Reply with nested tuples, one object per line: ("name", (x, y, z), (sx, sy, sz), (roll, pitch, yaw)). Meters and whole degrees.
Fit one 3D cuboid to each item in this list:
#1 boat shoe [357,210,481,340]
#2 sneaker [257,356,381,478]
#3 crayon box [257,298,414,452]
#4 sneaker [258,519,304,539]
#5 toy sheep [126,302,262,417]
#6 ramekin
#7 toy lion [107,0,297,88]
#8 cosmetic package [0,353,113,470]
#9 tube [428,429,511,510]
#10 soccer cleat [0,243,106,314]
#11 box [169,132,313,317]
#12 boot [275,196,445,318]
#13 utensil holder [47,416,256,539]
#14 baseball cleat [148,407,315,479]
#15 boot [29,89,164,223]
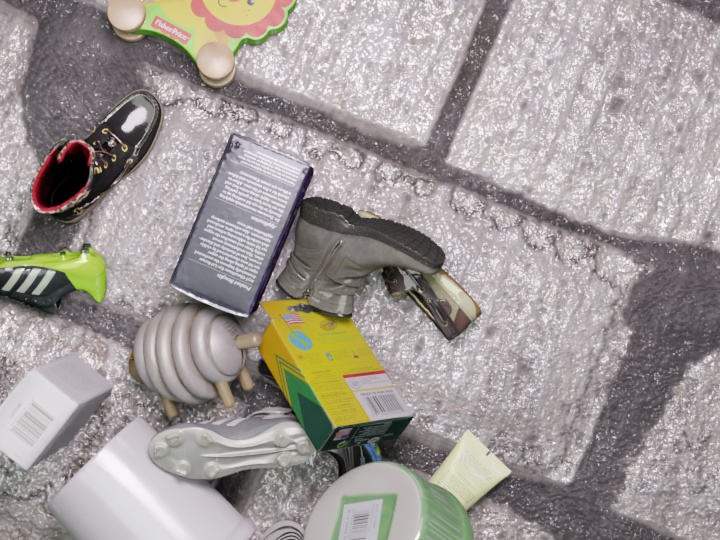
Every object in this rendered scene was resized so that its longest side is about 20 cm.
("boat shoe", (0.060, 0.007, 1.675), (0.200, 0.073, 0.065), (41, 81, -1))
("sneaker", (-0.060, 0.185, 1.683), (0.083, 0.071, 0.200), (-41, 94, -5))
("crayon box", (-0.039, 0.121, 1.629), (0.200, 0.127, 0.051), (58, 131, 31))
("sneaker", (-0.142, 0.400, 1.667), (0.076, 0.115, 0.201), (38, 92, -1))
("toy sheep", (-0.201, 0.103, 1.650), (0.200, 0.138, 0.138), (-14, 92, 25))
("ramekin", (0.026, 0.327, 1.615), (0.200, 0.200, 0.098), (-45, 130, 1))
("toy lion", (-0.187, -0.341, 1.678), (0.200, 0.069, 0.192), (28, 85, 0))
("cosmetic package", (-0.371, 0.165, 1.619), (0.074, 0.200, 0.102), (40, 91, -1))
("tube", (0.096, 0.300, 1.701), (0.200, 0.052, 0.058), (-47, 131, -2))
("soccer cleat", (-0.416, 0.016, 1.685), (0.199, 0.068, 0.081), (-5, 104, 0))
("box", (-0.141, -0.054, 1.639), (0.104, 0.148, 0.200), (22, 93, -1))
("boot", (0.000, 0.000, 1.636), (0.200, 0.068, 0.131), (21, 111, 18))
("utensil holder", (-0.256, 0.303, 1.641), (0.200, 0.170, 0.170), (44, 91, 1))
("baseball cleat", (-0.153, 0.206, 1.624), (0.199, 0.106, 0.070), (2, 102, -7))
("boot", (-0.320, -0.140, 1.634), (0.073, 0.151, 0.200), (43, 92, -1))
